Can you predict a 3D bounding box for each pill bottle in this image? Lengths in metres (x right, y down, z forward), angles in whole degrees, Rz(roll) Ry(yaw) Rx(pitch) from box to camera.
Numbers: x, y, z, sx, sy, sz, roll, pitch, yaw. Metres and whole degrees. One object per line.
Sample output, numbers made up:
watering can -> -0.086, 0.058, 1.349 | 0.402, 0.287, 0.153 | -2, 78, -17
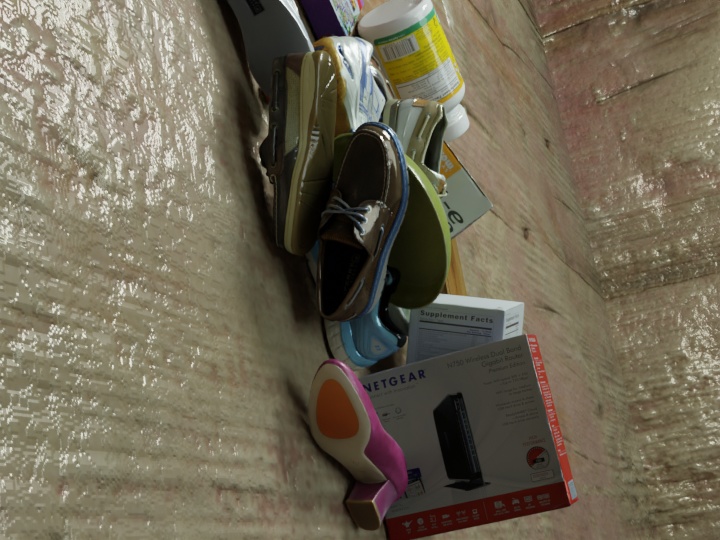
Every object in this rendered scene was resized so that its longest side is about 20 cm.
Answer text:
pill bottle -> 0.082, -0.280, 1.602 | 0.113, 0.113, 0.200 | -74, 143, -57

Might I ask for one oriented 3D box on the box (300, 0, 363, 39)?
box -> -0.060, -0.392, 1.407 | 0.137, 0.039, 0.200 | -73, 143, -56

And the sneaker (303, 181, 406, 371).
sneaker -> 0.000, 0.000, 1.190 | 0.078, 0.090, 0.200 | -15, 89, -71

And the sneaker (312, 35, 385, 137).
sneaker -> -0.002, -0.164, 1.267 | 0.088, 0.075, 0.201 | -23, 113, -44

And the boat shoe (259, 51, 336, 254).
boat shoe -> -0.066, -0.116, 1.118 | 0.073, 0.065, 0.201 | 19, 77, -67

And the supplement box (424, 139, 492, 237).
supplement box -> 0.094, -0.102, 1.424 | 0.126, 0.073, 0.200 | 53, 0, 3

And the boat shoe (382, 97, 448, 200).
boat shoe -> 0.062, -0.099, 1.280 | 0.075, 0.068, 0.201 | 16, 74, -70

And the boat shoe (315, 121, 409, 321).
boat shoe -> -0.002, -0.043, 1.094 | 0.072, 0.072, 0.201 | -25, 124, -62

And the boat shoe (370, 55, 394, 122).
boat shoe -> 0.013, -0.206, 1.393 | 0.200, 0.076, 0.072 | 70, 6, -58

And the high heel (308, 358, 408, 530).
high heel -> 0.006, 0.152, 1.106 | 0.096, 0.067, 0.200 | -57, 134, -51

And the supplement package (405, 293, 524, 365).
supplement package -> 0.116, 0.133, 1.285 | 0.110, 0.113, 0.201 | -8, 103, -71

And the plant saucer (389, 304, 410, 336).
plant saucer -> 0.036, -0.005, 1.356 | 0.200, 0.050, 0.201 | -15, 90, -70

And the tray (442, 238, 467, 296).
tray -> 0.115, -0.010, 1.602 | 0.099, 0.037, 0.200 | 28, 49, -65

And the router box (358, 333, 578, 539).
router box -> 0.108, 0.177, 1.189 | 0.049, 0.200, 0.180 | 10, 65, -69

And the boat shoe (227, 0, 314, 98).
boat shoe -> -0.092, -0.264, 1.162 | 0.200, 0.073, 0.065 | 68, 20, -13

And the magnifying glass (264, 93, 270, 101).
magnifying glass -> -0.067, -0.212, 1.280 | 0.200, 0.022, 0.080 | -45, 118, -70

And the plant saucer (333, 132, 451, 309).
plant saucer -> 0.029, -0.055, 1.185 | 0.031, 0.200, 0.200 | -30, 107, -32
